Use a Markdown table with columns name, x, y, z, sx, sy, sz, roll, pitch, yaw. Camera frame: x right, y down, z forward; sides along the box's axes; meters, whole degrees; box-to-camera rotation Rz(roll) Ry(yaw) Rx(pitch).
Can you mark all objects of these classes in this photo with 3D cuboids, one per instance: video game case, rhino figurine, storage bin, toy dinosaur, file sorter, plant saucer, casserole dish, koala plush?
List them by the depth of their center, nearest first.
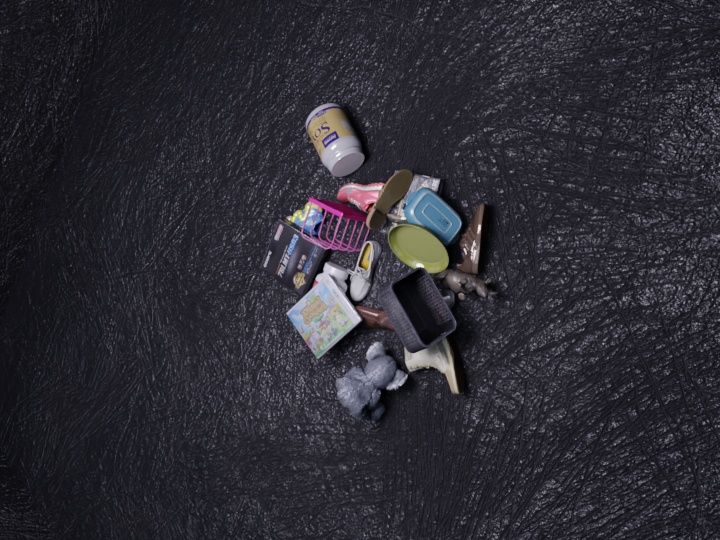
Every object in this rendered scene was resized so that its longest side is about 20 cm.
| name | x | y | z | sx | sy | sz | roll | pitch | yaw |
| --- | --- | --- | --- | --- | --- | --- | --- | --- | --- |
| storage bin | 0.156 | 0.111 | 1.482 | 0.202 | 0.134 | 0.094 | 60 | 151 | 6 |
| rhino figurine | 0.300 | 0.040 | 1.515 | 0.197 | 0.087 | 0.061 | 12 | 121 | 36 |
| casserole dish | 0.217 | -0.152 | 1.545 | 0.199 | 0.039 | 0.122 | 40 | 86 | -14 |
| plant saucer | 0.175 | -0.071 | 1.569 | 0.197 | 0.202 | 0.031 | 16 | 56 | 30 |
| toy dinosaur | 0.145 | -0.157 | 1.600 | 0.199 | 0.047 | 0.089 | 32 | 110 | 30 |
| koala plush | 0.037 | 0.337 | 1.622 | 0.199 | 0.183 | 0.178 | -41 | 68 | 9 |
| video game case | -0.116 | 0.145 | 1.678 | 0.200 | 0.022 | 0.183 | -42 | 76 | 17 |
| file sorter | -0.074 | -0.138 | 1.694 | 0.138 | 0.199 | 0.127 | 27 | 103 | 29 |

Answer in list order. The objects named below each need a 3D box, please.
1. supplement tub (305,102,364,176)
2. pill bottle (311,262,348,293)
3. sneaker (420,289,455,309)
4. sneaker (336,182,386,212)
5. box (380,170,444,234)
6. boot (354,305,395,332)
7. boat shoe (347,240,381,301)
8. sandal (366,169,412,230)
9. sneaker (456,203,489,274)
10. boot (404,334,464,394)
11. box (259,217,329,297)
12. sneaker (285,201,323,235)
| name | x | y | z | sx | sy | sz | roll | pitch | yaw |
| --- | --- | --- | --- | --- | --- | --- | --- | --- | --- |
| supplement tub | -0.082 | -0.427 | 1.747 | 0.145 | 0.145 | 0.202 | -35 | 70 | 24 |
| pill bottle | -0.109 | 0.082 | 1.747 | 0.111 | 0.112 | 0.203 | 26 | 100 | 29 |
| sneaker | 0.185 | 0.097 | 1.588 | 0.197 | 0.082 | 0.076 | -10 | 82 | 30 |
| sneaker | 0.004 | -0.231 | 1.712 | 0.197 | 0.074 | 0.088 | 0 | 71 | 30 |
| box | 0.159 | -0.195 | 1.644 | 0.159 | 0.049 | 0.204 | 16 | 96 | 32 |
| boot | 0.047 | 0.127 | 1.627 | 0.197 | 0.188 | 0.065 | 14 | 53 | 31 |
| boat shoe | 0.004 | 0.001 | 1.700 | 0.074 | 0.086 | 0.205 | 27 | 100 | 29 |
| sandal | 0.072 | -0.226 | 1.627 | 0.214 | 0.077 | 0.069 | -57 | 37 | 0 |
| sneaker | 0.320 | -0.094 | 1.529 | 0.074 | 0.070 | 0.204 | 8 | 90 | 31 |
| boot | 0.214 | 0.279 | 1.565 | 0.153 | 0.072 | 0.203 | -25 | 68 | 26 |
| box | -0.226 | -0.044 | 1.821 | 0.197 | 0.050 | 0.202 | 32 | 111 | 10 |
| sneaker | -0.203 | -0.149 | 1.841 | 0.199 | 0.075 | 0.106 | -38 | 70 | 22 |
